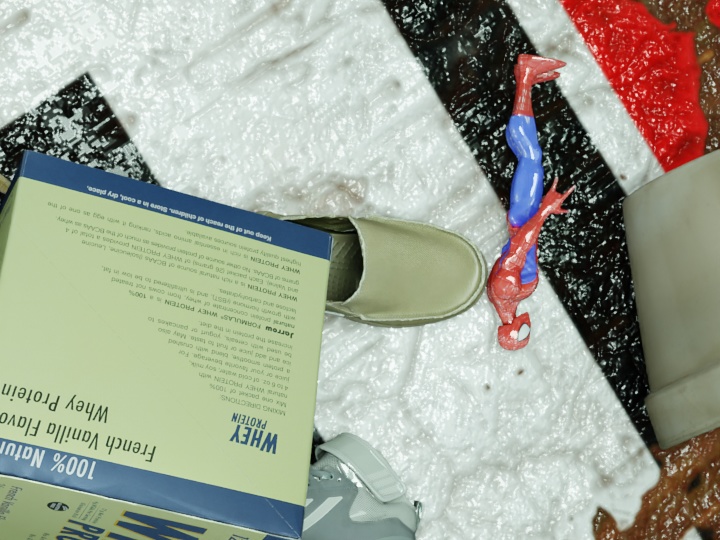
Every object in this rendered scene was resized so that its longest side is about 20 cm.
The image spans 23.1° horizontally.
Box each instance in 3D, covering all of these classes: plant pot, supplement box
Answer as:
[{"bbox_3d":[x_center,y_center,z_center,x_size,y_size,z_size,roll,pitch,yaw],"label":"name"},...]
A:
[{"bbox_3d":[0.270,0.008,1.230,0.198,0.200,0.175,-19,81,-19],"label":"plant pot"},{"bbox_3d":[-0.137,0.069,1.049,0.198,0.134,0.202,14,60,-17],"label":"supplement box"}]

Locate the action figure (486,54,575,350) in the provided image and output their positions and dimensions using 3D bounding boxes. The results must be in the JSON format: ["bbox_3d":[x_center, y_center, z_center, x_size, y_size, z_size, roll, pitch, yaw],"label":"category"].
[{"bbox_3d":[0.117,-0.045,1.224,0.051,0.065,0.202,10,86,-4],"label":"action figure"}]

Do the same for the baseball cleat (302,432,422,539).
[{"bbox_3d":[-0.049,0.151,1.169,0.199,0.070,0.108,22,75,-29],"label":"baseball cleat"}]

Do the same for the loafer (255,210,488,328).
[{"bbox_3d":[0.000,0.000,1.178,0.198,0.067,0.077,3,90,-21],"label":"loafer"}]

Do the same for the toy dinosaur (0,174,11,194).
[{"bbox_3d":[-0.299,-0.086,1.081,0.198,0.058,0.102,4,104,-13],"label":"toy dinosaur"}]
